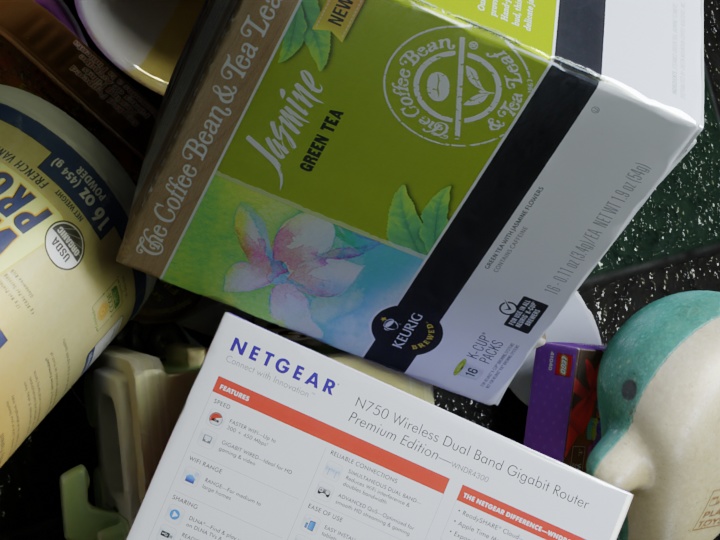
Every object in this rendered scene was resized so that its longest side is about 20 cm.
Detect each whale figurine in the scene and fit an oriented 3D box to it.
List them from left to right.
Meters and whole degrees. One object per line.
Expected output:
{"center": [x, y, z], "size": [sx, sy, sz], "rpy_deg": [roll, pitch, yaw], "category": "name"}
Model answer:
{"center": [0.182, 0.103, 1.164], "size": [0.158, 0.104, 0.201], "rpy_deg": [-6, 124, -39], "category": "whale figurine"}

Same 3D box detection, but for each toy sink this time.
{"center": [-0.074, 0.091, 0.955], "size": [0.198, 0.130, 0.113], "rpy_deg": [-6, 92, -16], "category": "toy sink"}

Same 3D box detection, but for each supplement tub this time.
{"center": [-0.201, 0.024, 0.903], "size": [0.145, 0.144, 0.200], "rpy_deg": [52, 50, -18], "category": "supplement tub"}

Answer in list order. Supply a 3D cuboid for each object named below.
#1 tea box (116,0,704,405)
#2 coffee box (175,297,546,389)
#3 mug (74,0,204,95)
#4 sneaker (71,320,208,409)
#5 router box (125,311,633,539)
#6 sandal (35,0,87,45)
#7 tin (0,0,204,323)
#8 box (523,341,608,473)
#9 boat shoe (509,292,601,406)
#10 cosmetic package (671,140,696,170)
{"center": [0.021, -0.075, 0.872], "size": [0.195, 0.201, 0.134], "rpy_deg": [21, 44, -10], "category": "tea box"}
{"center": [0.000, 0.000, 1.077], "size": [0.199, 0.112, 0.081], "rpy_deg": [25, 49, -49], "category": "coffee box"}
{"center": [-0.067, -0.180, 1.079], "size": [0.148, 0.187, 0.154], "rpy_deg": [14, 56, 0], "category": "mug"}
{"center": [-0.085, 0.076, 1.057], "size": [0.199, 0.072, 0.072], "rpy_deg": [36, 85, -15], "category": "sneaker"}
{"center": [-0.006, 0.141, 0.859], "size": [0.199, 0.049, 0.181], "rpy_deg": [24, 82, -2], "category": "router box"}
{"center": [-0.138, -0.064, 1.047], "size": [0.082, 0.050, 0.203], "rpy_deg": [-45, 109, -39], "category": "sandal"}
{"center": [-0.147, -0.058, 0.978], "size": [0.200, 0.112, 0.042], "rpy_deg": [42, 43, -3], "category": "tin"}
{"center": [0.156, 0.148, 1.220], "size": [0.136, 0.039, 0.202], "rpy_deg": [6, 92, -41], "category": "box"}
{"center": [0.092, 0.003, 1.227], "size": [0.201, 0.068, 0.057], "rpy_deg": [58, 5, -23], "category": "boat shoe"}
{"center": [0.099, -0.136, 1.227], "size": [0.150, 0.052, 0.201], "rpy_deg": [-6, 56, -44], "category": "cosmetic package"}
